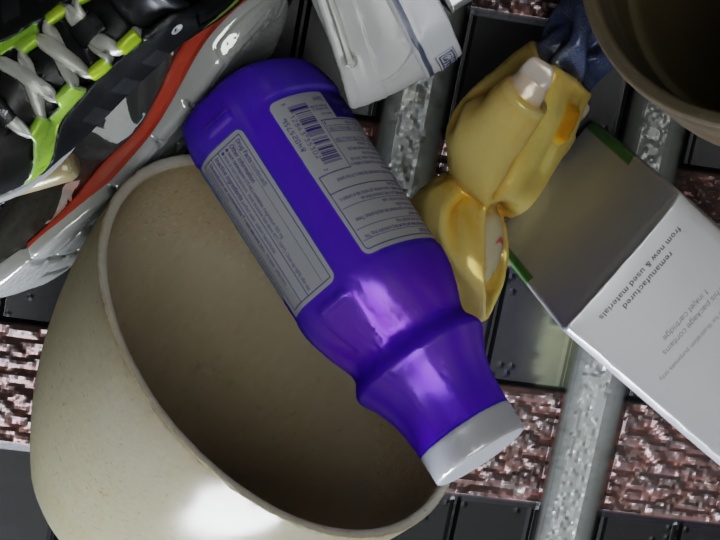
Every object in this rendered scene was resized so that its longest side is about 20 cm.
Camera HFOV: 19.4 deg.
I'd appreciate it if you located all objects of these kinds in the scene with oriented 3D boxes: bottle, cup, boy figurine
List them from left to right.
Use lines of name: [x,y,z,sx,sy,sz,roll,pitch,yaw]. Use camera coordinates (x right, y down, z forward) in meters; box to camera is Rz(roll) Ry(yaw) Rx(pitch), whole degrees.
cup: [-0.073,0.070,0.977,0.199,0.201,0.143,34,126,-18]
bottle: [0.000,0.000,0.940,0.065,0.083,0.201,-39,76,26]
boy figurine: [0.081,-0.068,0.979,0.064,0.124,0.201,33,89,13]

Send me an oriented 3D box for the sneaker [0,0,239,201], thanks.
sneaker: [-0.109,-0.104,0.844,0.072,0.083,0.200,47,67,-5]

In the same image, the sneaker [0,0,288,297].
sneaker: [-0.122,-0.076,0.982,0.082,0.077,0.200,44,96,8]

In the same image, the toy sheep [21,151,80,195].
toy sheep: [-0.204,-0.083,0.923,0.136,0.138,0.202,-13,77,-5]

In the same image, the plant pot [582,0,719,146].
plant pot: [0.217,-0.122,0.901,0.200,0.200,0.173,-49,143,8]

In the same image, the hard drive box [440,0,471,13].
hard drive box: [0.084,-0.237,0.948,0.199,0.077,0.157,-31,110,2]

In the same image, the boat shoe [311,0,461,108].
boat shoe: [-0.029,-0.168,0.932,0.065,0.074,0.201,-29,86,1]

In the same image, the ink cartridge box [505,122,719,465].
ink cartridge box: [0.173,0.036,1.015,0.200,0.146,0.084,39,97,-19]
